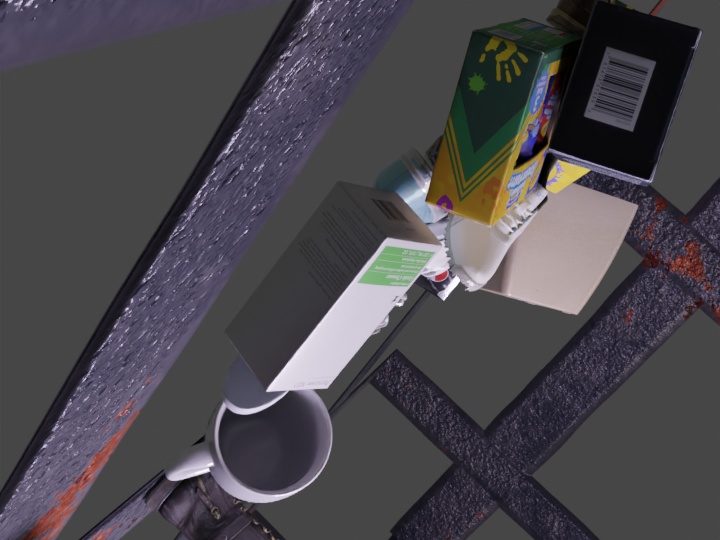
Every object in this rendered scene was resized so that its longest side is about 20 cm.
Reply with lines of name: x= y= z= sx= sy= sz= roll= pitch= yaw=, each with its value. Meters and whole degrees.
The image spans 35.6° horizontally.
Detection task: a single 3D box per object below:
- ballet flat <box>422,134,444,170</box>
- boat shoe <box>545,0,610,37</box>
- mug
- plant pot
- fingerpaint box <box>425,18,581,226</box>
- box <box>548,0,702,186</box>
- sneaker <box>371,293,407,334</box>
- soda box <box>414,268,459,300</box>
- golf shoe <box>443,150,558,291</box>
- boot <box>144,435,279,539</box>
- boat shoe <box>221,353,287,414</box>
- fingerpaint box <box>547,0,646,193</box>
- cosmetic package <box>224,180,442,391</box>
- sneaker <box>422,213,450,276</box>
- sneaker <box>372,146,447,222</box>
ballet flat: x=0.093 y=-0.107 z=1.348 sx=0.072 sy=0.072 sz=0.200 roll=-47 pitch=172 yaw=-5
boat shoe: x=0.267 y=-0.302 z=1.317 sx=0.068 sy=0.072 sz=0.200 roll=-55 pitch=174 yaw=16
mug: x=-0.148 y=0.223 z=1.400 sx=0.197 sy=0.150 sz=0.175 roll=-13 pitch=168 yaw=-19
plant pot: x=0.257 y=-0.042 z=1.664 sx=0.200 sy=0.197 sz=0.180 roll=18 pitch=-87 yaw=68
fingerpaint box: x=0.146 y=-0.151 z=1.105 sx=0.200 sy=0.073 sz=0.169 roll=-34 pitch=143 yaw=-65
box: x=0.267 y=-0.172 z=1.138 sx=0.200 sy=0.106 sz=0.150 roll=-16 pitch=124 yaw=-77
sneaker: x=-0.010 y=0.055 z=1.480 sx=0.200 sy=0.087 sz=0.075 roll=-42 pitch=173 yaw=-34
soda box: x=0.112 y=-0.054 z=1.477 sx=0.071 sy=0.063 sz=0.201 roll=-52 pitch=-168 yaw=35
golf shoe: x=0.158 y=-0.069 z=1.242 sx=0.097 sy=0.078 sz=0.201 roll=-22 pitch=-146 yaw=48
boot: x=-0.174 y=0.314 z=1.503 sx=0.200 sy=0.174 sz=0.069 roll=-43 pitch=172 yaw=-32
boat shoe: x=-0.099 y=0.105 z=1.319 sx=0.200 sy=0.070 sz=0.066 roll=-52 pitch=176 yaw=-40
fingerpaint box: x=0.291 y=-0.219 z=1.449 sx=0.200 sy=0.073 sz=0.169 roll=-38 pitch=-144 yaw=56
cosmetic package: x=-0.028 y=0.018 z=1.088 sx=0.107 sy=0.085 sz=0.201 roll=3 pitch=130 yaw=-55
sneaker: x=0.073 y=-0.026 z=1.317 sx=0.198 sy=0.072 sz=0.073 roll=-12 pitch=-160 yaw=-26
sneaker: x=0.042 y=-0.078 z=1.209 sx=0.081 sy=0.074 sz=0.200 roll=-34 pitch=168 yaw=2
